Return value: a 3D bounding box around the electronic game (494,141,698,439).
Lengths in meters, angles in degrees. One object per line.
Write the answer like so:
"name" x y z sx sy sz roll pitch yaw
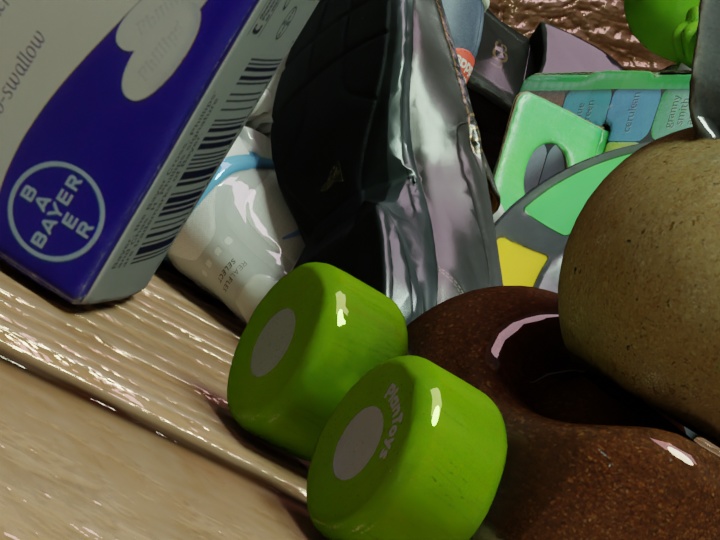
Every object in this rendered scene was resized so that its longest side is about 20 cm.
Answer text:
"electronic game" 0.133 0.026 0.970 0.200 0.200 0.042 36 -29 29

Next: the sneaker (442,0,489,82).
"sneaker" -0.042 -0.096 1.136 0.199 0.085 0.075 -1 -17 26

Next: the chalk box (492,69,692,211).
"chalk box" 0.134 -0.012 1.140 0.123 0.125 0.200 5 -18 46

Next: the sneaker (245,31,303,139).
"sneaker" -0.056 -0.079 0.958 0.200 0.076 0.081 29 41 -41

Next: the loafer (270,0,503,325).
"loafer" 0.015 -0.030 0.907 0.072 0.073 0.201 24 52 -33

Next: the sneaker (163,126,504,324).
"sneaker" 0.000 0.000 0.980 0.200 0.075 0.087 -2 43 -52

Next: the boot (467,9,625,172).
"boot" 0.026 -0.062 1.264 0.199 0.174 0.069 29 46 -2

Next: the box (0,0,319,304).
"box" -0.113 -0.119 0.799 0.199 0.184 0.105 32 8 5

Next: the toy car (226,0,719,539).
"toy car" 0.090 0.008 0.733 0.164 0.201 0.158 30 7 -26

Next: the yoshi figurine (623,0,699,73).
"yoshi figurine" 0.182 -0.119 1.140 0.112 0.113 0.200 14 -17 -29
